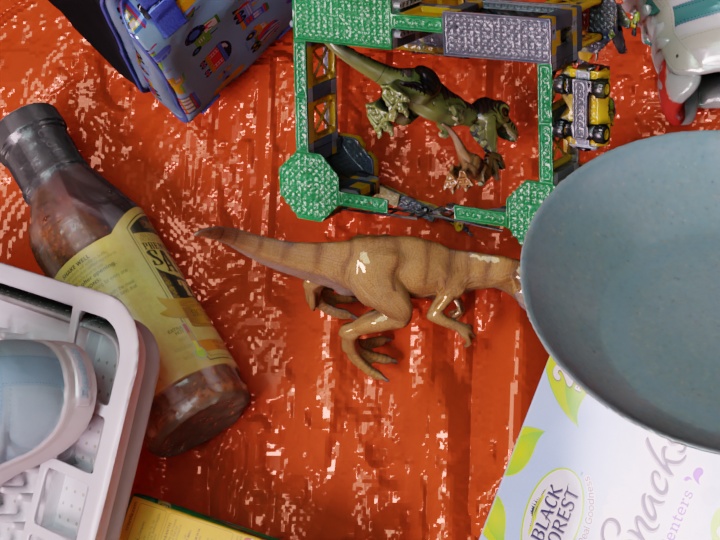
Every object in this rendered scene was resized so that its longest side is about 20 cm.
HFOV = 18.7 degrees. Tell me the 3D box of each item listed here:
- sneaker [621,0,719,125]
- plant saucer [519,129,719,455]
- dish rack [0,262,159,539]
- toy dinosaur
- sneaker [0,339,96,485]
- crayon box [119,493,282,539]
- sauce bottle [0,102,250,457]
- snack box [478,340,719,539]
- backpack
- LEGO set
[{"bbox_3d":[0.159,-0.128,1.081,0.200,0.070,0.093,35,83,17],"label":"sneaker"},{"bbox_3d":[0.168,0.018,0.960,0.201,0.039,0.201,1,44,-1],"label":"plant saucer"},{"bbox_3d":[-0.175,0.085,1.102,0.200,0.044,0.172,15,92,43],"label":"dish rack"},{"bbox_3d":[0.000,0.000,1.074,0.200,0.106,0.060,6,54,-19],"label":"toy dinosaur"},{"bbox_3d":[-0.218,0.084,1.056,0.200,0.082,0.074,-38,57,33],"label":"sneaker"},{"bbox_3d":[-0.083,0.223,1.075,0.119,0.058,0.200,16,82,19],"label":"crayon box"},{"bbox_3d":[-0.130,0.000,1.136,0.066,0.066,0.200,-34,73,6],"label":"sauce bottle"},{"bbox_3d":[0.157,0.136,0.990,0.200,0.068,0.169,26,108,24],"label":"snack box"},{"bbox_3d":[-0.069,-0.197,1.114,0.200,0.183,0.135,-42,78,-9],"label":"backpack"},{"bbox_3d":[0.058,-0.091,1.096,0.200,0.116,0.154,1,107,33],"label":"LEGO set"}]
